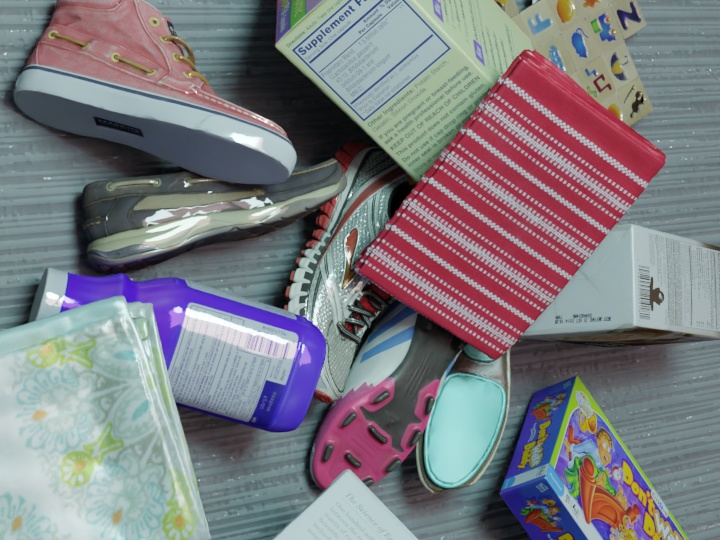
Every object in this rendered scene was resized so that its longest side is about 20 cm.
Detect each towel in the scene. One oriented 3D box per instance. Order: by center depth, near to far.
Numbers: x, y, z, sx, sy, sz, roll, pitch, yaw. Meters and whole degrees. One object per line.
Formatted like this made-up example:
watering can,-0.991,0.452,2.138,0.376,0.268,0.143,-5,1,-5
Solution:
towel,-0.208,0.121,1.118,0.198,0.048,0.173,-16,92,-9
towel,0.107,-0.044,1.244,0.144,0.023,0.200,32,107,-23

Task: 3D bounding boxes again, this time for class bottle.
bottle,-0.126,0.049,1.195,0.198,0.065,0.084,17,100,-16

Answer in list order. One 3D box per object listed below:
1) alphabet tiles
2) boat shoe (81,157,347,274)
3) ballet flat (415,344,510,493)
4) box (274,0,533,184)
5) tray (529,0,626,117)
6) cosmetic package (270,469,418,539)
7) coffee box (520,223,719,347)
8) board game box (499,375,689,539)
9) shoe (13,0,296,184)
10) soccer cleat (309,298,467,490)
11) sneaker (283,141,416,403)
alphabet tiles,0.178,-0.205,1.476,0.167,0.008,0.202,-33,104,-34
boat shoe,-0.102,-0.056,1.228,0.198,0.074,0.074,-16,87,-25
ballet flat,0.086,0.082,1.367,0.067,0.062,0.202,18,74,-4
box,0.038,-0.167,1.289,0.200,0.096,0.177,43,23,-25
tray,0.178,-0.173,1.489,0.107,0.022,0.202,13,77,-35
cosmetic package,-0.018,0.285,1.186,0.199,0.123,0.200,45,58,11
coffee box,0.202,0.015,1.387,0.199,0.113,0.081,9,79,-60
board game box,0.196,0.205,1.411,0.201,0.045,0.135,54,33,-18
shoe,-0.129,-0.128,1.187,0.198,0.072,0.092,16,68,7
soccer cleat,0.026,0.079,1.327,0.070,0.086,0.201,36,88,-21
sneaker,0.000,0.000,1.287,0.078,0.081,0.202,47,55,-63
